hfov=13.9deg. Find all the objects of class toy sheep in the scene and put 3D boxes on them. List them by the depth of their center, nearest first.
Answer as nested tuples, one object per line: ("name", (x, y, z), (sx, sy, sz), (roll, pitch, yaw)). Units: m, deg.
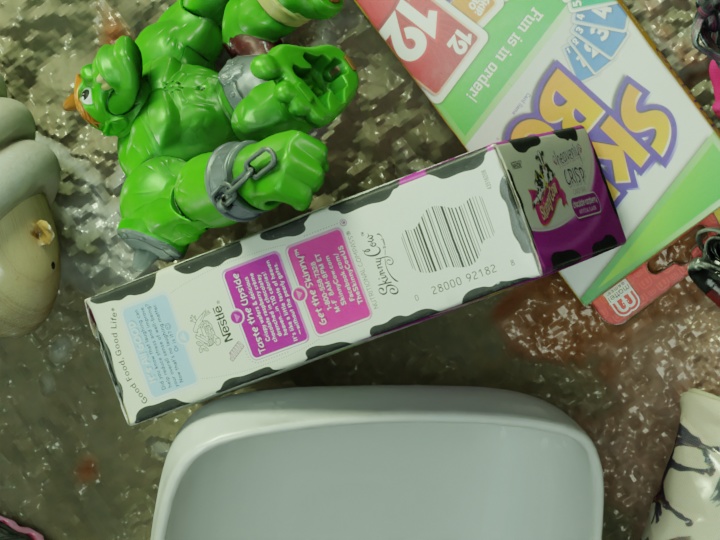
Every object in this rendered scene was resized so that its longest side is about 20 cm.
("toy sheep", (-0.212, -0.046, 1.324), (0.200, 0.138, 0.138), (44, 103, 5))

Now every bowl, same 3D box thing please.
("bowl", (0.000, 0.131, 1.312), (0.199, 0.075, 0.201), (-1, 121, -12))

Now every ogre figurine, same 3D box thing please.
("ogre figurine", (-0.059, -0.077, 1.281), (0.120, 0.098, 0.201), (-39, 53, 30))

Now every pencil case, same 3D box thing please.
("pencil case", (0.145, 0.151, 1.300), (0.078, 0.089, 0.201), (23, 83, -12))

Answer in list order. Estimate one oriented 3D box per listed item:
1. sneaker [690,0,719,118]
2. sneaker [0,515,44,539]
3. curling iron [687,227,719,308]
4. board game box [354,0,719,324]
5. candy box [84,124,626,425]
("sneaker", (0.171, -0.117, 1.229), (0.074, 0.200, 0.081), (-6, 57, 13))
("sneaker", (-0.152, 0.192, 1.371), (0.079, 0.095, 0.200), (-44, 89, 14))
("curling iron", (0.220, 0.054, 1.317), (0.200, 0.050, 0.026), (44, 74, -8))
("board game box", (0.089, -0.078, 1.325), (0.095, 0.030, 0.200), (-37, 95, 13))
("candy box", (0.000, 0.000, 1.277), (0.199, 0.136, 0.061), (-21, 88, 20))
